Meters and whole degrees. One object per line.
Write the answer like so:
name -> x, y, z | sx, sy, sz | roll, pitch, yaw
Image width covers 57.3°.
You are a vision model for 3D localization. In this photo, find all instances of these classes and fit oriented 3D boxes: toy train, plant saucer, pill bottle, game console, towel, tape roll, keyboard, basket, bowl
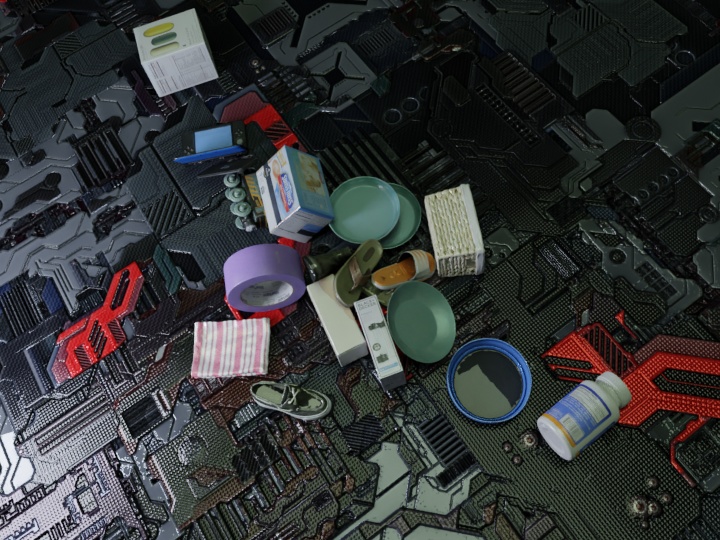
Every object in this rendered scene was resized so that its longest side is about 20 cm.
toy train -> -0.306, -0.198, 1.819 | 0.112, 0.086, 0.202 | -15, 60, -16
plant saucer -> 0.066, -0.143, 1.779 | 0.196, 0.028, 0.204 | -2, 64, 5
pill bottle -> 0.503, 0.318, 1.468 | 0.198, 0.113, 0.112 | -35, 66, -11
game console -> -0.431, -0.374, 1.890 | 0.196, 0.119, 0.174 | -11, 64, 0
plant saucer -> 0.142, 0.128, 1.605 | 0.197, 0.039, 0.205 | 10, 67, -25
plant saucer -> 0.008, -0.157, 1.754 | 0.196, 0.028, 0.204 | -2, 65, 5
towel -> -0.326, 0.194, 1.660 | 0.195, 0.030, 0.149 | -4, 65, 4
tape roll -> -0.238, 0.021, 1.637 | 0.196, 0.201, 0.086 | -14, 63, -1
keyboard -> -0.360, -0.292, 1.846 | 0.197, 0.021, 0.127 | 0, 33, 39
basket -> 0.239, -0.096, 1.681 | 0.121, 0.136, 0.204 | -10, 64, 5
bowl -> 0.303, 0.262, 1.556 | 0.196, 0.040, 0.204 | -3, 65, 5

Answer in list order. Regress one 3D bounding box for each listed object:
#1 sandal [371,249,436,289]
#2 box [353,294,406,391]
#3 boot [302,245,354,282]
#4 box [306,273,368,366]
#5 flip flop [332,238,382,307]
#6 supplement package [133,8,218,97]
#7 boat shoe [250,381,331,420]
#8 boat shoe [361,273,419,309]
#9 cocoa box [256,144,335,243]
sandal -> 0.120, -0.008, 1.655 | 0.204, 0.060, 0.080 | -22, 61, -34
box -> 0.047, 0.174, 1.581 | 0.059, 0.117, 0.203 | -20, 63, -1
boot -> -0.075, -0.029, 1.652 | 0.129, 0.200, 0.069 | -27, 91, -2
box -> -0.057, 0.123, 1.630 | 0.077, 0.095, 0.202 | -24, 66, -6
flip flop -> 0.000, 0.000, 1.617 | 0.081, 0.057, 0.201 | 42, 63, -12
supplement package -> -0.564, -0.667, 2.022 | 0.196, 0.151, 0.154 | -19, 65, -3
boat shoe -> -0.168, 0.308, 1.570 | 0.196, 0.064, 0.072 | 7, 65, 9
boat shoe -> 0.058, 0.049, 1.670 | 0.197, 0.063, 0.072 | 21, 66, 14
cocoa box -> -0.172, -0.202, 1.747 | 0.131, 0.132, 0.203 | -35, 58, 34
